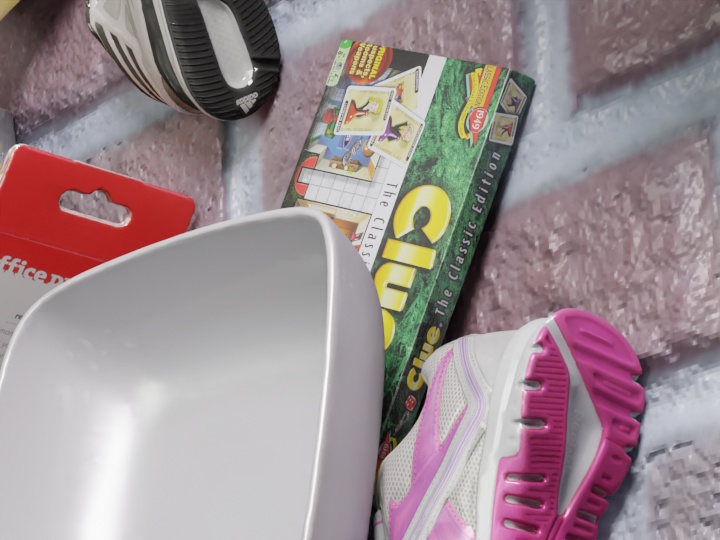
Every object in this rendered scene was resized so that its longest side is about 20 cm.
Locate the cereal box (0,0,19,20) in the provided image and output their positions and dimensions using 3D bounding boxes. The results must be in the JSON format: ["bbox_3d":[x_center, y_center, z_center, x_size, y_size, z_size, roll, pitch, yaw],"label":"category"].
[{"bbox_3d":[-0.213,-0.224,1.405,0.144,0.040,0.200,-46,43,0],"label":"cereal box"}]

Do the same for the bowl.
[{"bbox_3d":[-0.069,0.087,1.044,0.199,0.075,0.201,-17,56,35],"label":"bowl"}]

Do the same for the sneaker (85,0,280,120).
[{"bbox_3d":[-0.112,-0.170,1.230,0.115,0.076,0.201,6,114,55],"label":"sneaker"}]

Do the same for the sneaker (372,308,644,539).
[{"bbox_3d":[0.048,0.114,0.999,0.088,0.081,0.201,1,71,51],"label":"sneaker"}]

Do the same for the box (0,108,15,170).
[{"bbox_3d":[-0.258,0.021,1.407,0.200,0.048,0.159,-38,50,36],"label":"box"}]

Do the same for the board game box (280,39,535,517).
[{"bbox_3d":[0.000,0.000,1.100,0.105,0.023,0.201,14,81,40],"label":"board game box"}]

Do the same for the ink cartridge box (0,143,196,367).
[{"bbox_3d":[-0.177,0.029,1.255,0.067,0.116,0.200,40,108,50],"label":"ink cartridge box"}]
